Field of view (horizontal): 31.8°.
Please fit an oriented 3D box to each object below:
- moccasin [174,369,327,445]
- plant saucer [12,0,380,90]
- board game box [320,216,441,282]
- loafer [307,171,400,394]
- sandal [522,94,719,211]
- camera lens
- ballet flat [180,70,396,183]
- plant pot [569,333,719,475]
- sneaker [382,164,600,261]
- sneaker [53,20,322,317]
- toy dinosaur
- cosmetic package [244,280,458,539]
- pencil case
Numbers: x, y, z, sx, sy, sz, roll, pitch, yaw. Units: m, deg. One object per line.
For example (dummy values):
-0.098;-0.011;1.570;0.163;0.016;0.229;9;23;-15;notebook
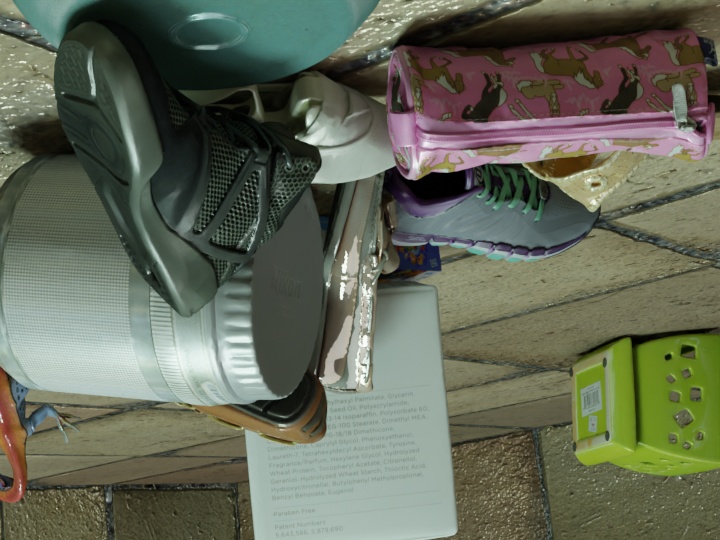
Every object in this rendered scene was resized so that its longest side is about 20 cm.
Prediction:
-0.112;0.072;0.936;0.200;0.074;0.078;18;154;18;moccasin
-0.077;-0.133;0.632;0.198;0.036;0.200;-7;166;-2;plant saucer
-0.038;0.002;1.180;0.134;0.045;0.200;3;164;-34;board game box
0.000;0.000;0.926;0.062;0.202;0.072;13;-156;-4;loafer
0.169;-0.074;0.857;0.210;0.070;0.078;-5;-160;-13;sandal
-0.139;0.005;0.838;0.198;0.162;0.160;4;169;16;camera lens
-0.056;-0.092;0.769;0.198;0.070;0.069;-2;166;-15;ballet flat
0.428;0.203;1.915;0.180;0.201;0.200;4;165;-14;plant pot
0.102;-0.053;0.967;0.198;0.075;0.088;-2;161;-15;sneaker
-0.088;-0.071;0.667;0.114;0.076;0.200;-41;145;-18;sneaker
-0.388;0.151;1.333;0.104;0.183;0.200;-10;165;15;toy dinosaur
-0.015;0.115;1.061;0.163;0.202;0.165;-5;-179;-4;cosmetic package
0.111;-0.099;0.757;0.198;0.084;0.087;-4;167;-7;pencil case
